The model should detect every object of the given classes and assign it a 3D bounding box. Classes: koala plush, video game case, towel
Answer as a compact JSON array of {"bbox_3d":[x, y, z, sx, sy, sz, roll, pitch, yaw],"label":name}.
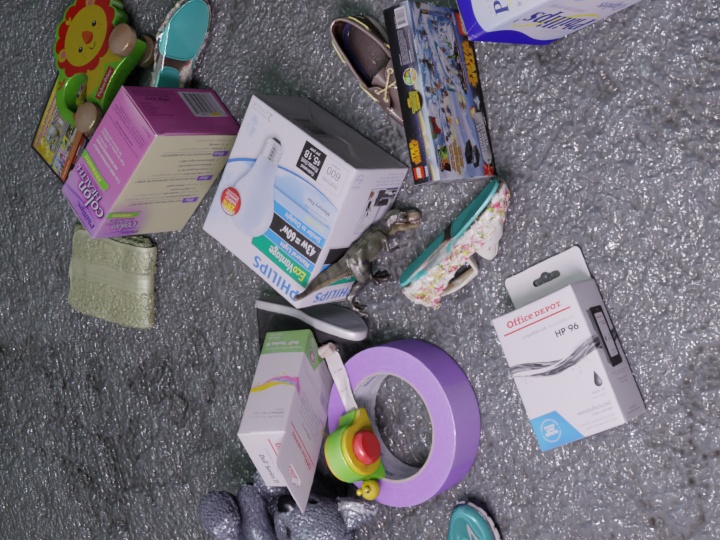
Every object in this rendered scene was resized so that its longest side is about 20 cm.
[{"bbox_3d":[-0.073,0.331,1.399,0.198,0.178,0.185,7,138,54],"label":"koala plush"},{"bbox_3d":[-0.443,-0.228,1.725,0.181,0.025,0.202,44,120,25],"label":"video game case"},{"bbox_3d":[-0.396,0.011,1.712,0.197,0.036,0.152,12,104,36],"label":"towel"}]

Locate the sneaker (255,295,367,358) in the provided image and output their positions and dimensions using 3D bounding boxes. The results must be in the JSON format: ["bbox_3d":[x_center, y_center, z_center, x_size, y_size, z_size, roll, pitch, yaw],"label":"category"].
[{"bbox_3d":[-0.066,0.099,1.454,0.198,0.070,0.101,11,105,41],"label":"sneaker"}]

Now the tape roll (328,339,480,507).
[{"bbox_3d":[0.053,0.193,1.374,0.197,0.065,0.205,5,98,37],"label":"tape roll"}]

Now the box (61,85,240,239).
[{"bbox_3d":[-0.293,-0.153,1.526,0.097,0.175,0.201,51,122,20],"label":"box"}]

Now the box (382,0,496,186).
[{"bbox_3d":[0.094,-0.203,1.250,0.039,0.136,0.204,-11,89,37],"label":"box"}]

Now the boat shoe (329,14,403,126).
[{"bbox_3d":[0.032,-0.241,1.340,0.072,0.059,0.201,-47,68,30],"label":"boat shoe"}]

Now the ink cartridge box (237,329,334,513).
[{"bbox_3d":[-0.095,0.189,1.354,0.066,0.202,0.118,-4,135,18],"label":"ink cartridge box"}]

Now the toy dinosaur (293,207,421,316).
[{"bbox_3d":[0.000,0.000,1.357,0.047,0.199,0.089,30,152,45],"label":"toy dinosaur"}]

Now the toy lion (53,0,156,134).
[{"bbox_3d":[-0.409,-0.321,1.647,0.190,0.068,0.203,30,97,34],"label":"toy lion"}]

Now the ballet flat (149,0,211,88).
[{"bbox_3d":[-0.272,-0.307,1.563,0.203,0.074,0.064,-67,26,16],"label":"ballet flat"}]

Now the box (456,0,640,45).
[{"bbox_3d":[0.218,-0.320,1.113,0.198,0.183,0.107,-19,86,37],"label":"box"}]

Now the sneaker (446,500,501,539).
[{"bbox_3d":[0.126,0.387,1.333,0.076,0.079,0.204,11,102,35],"label":"sneaker"}]

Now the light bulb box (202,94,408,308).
[{"bbox_3d":[-0.075,-0.092,1.399,0.197,0.124,0.203,36,115,28],"label":"light bulb box"}]

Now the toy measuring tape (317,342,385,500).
[{"bbox_3d":[-0.024,0.192,1.349,0.073,0.073,0.203,-27,79,36],"label":"toy measuring tape"}]

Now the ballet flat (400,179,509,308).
[{"bbox_3d":[0.125,-0.027,1.293,0.064,0.076,0.200,36,126,-11],"label":"ballet flat"}]

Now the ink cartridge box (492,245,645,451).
[{"bbox_3d":[0.228,0.088,1.226,0.115,0.067,0.203,-27,79,36],"label":"ink cartridge box"}]
